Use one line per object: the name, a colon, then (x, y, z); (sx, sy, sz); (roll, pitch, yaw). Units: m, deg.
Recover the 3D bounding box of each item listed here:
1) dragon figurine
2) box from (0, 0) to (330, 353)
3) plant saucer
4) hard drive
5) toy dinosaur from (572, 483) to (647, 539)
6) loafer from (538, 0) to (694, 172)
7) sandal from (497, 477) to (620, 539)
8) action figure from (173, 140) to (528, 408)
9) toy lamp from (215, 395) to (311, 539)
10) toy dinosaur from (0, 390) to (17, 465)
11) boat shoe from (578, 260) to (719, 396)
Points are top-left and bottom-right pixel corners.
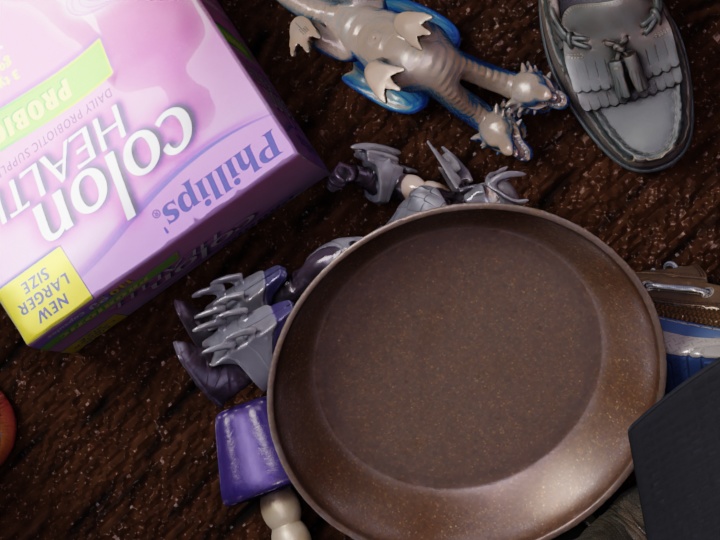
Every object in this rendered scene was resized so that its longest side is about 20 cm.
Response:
dragon figurine: (0.015, -0.119, 1.344); (0.199, 0.099, 0.059); (30, 93, 29)
box: (-0.147, -0.088, 1.350); (0.175, 0.097, 0.201); (-34, 82, 5)
plant saucer: (0.051, 0.051, 1.256); (0.199, 0.037, 0.202); (-3, 116, -6)
hard drive: (0.207, 0.084, 1.165); (0.200, 0.042, 0.136); (-34, 50, 37)
toy dinosaur: (0.176, 0.134, 1.280); (0.199, 0.103, 0.077); (-18, 126, 2)
loafer: (0.122, -0.149, 1.326); (0.071, 0.063, 0.201); (-18, 83, 8)
sandal: (0.137, 0.183, 1.307); (0.079, 0.057, 0.202); (-17, 62, -29)
action figure: (0.000, 0.000, 1.318); (0.199, 0.070, 0.130); (-29, 37, 7)
toy lamp: (-0.029, 0.165, 1.335); (0.058, 0.058, 0.201); (-18, 84, 8)
toy dinosaur: (-0.272, 0.130, 1.382); (0.181, 0.201, 0.105); (-21, 60, -25)
boat shoe: (0.157, 0.036, 1.303); (0.199, 0.072, 0.073); (16, 132, 29)
